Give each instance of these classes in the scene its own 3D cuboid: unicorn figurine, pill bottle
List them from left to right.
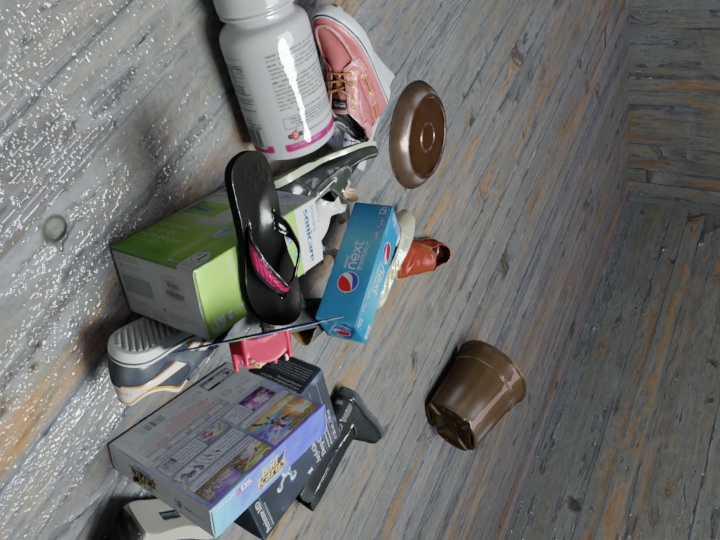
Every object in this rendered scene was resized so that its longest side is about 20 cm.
[{"bbox_3d":[-0.105,-0.251,0.745,0.114,0.111,0.204,-48,139,-36],"label":"pill bottle"},{"bbox_3d":[-0.065,-0.058,0.933,0.137,0.072,0.205,44,49,-54],"label":"unicorn figurine"}]

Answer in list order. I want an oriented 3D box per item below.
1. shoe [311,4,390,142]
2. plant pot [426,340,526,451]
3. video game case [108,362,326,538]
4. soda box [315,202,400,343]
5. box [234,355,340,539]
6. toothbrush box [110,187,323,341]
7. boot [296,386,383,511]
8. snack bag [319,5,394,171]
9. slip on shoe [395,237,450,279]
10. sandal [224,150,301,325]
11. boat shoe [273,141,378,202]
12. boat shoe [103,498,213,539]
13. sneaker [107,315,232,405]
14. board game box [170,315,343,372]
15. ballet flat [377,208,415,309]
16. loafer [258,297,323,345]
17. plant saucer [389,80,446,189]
[{"bbox_3d":[-0.020,-0.274,0.875,0.200,0.070,0.093,45,61,-54],"label":"shoe"},{"bbox_3d":[0.274,0.315,1.494,0.198,0.197,0.204,-43,135,-31],"label":"plant pot"},{"bbox_3d":[-0.169,0.205,0.747,0.199,0.178,0.047,-34,129,-47],"label":"video game case"},{"bbox_3d":[0.000,0.000,0.923,0.065,0.066,0.204,62,41,-56],"label":"soda box"},{"bbox_3d":[-0.134,0.246,0.888,0.200,0.105,0.151,-48,138,-37],"label":"box"},{"bbox_3d":[-0.160,-0.021,0.714,0.199,0.143,0.088,-37,130,-45],"label":"toothbrush box"},{"bbox_3d":[-0.043,0.339,1.102,0.203,0.064,0.166,-61,136,-30],"label":"boot"},{"bbox_3d":[-0.013,-0.274,0.969,0.199,0.021,0.194,29,76,-57],"label":"snack bag"},{"bbox_3d":[0.123,-0.025,1.239,0.198,0.060,0.076,-17,117,-53],"label":"slip on shoe"},{"bbox_3d":[-0.094,-0.023,0.640,0.075,0.044,0.205,-41,132,-43],"label":"sandal"},{"bbox_3d":[-0.048,-0.136,0.895,0.198,0.071,0.069,-33,105,-33],"label":"boat shoe"},{"bbox_3d":[-0.256,0.346,0.780,0.093,0.074,0.200,-52,150,0],"label":"boat shoe"},{"bbox_3d":[-0.218,0.086,0.726,0.199,0.077,0.081,-29,137,-57],"label":"sneaker"},{"bbox_3d":[-0.107,0.089,0.680,0.199,0.154,0.040,-6,83,-66],"label":"board game box"},{"bbox_3d":[0.047,-0.027,1.116,0.062,0.066,0.205,30,75,-47],"label":"ballet flat"},{"bbox_3d":[-0.085,0.077,0.926,0.198,0.071,0.075,16,70,-49],"label":"loafer"},{"bbox_3d":[0.119,-0.258,1.177,0.199,0.031,0.206,-25,121,-52],"label":"plant saucer"}]
